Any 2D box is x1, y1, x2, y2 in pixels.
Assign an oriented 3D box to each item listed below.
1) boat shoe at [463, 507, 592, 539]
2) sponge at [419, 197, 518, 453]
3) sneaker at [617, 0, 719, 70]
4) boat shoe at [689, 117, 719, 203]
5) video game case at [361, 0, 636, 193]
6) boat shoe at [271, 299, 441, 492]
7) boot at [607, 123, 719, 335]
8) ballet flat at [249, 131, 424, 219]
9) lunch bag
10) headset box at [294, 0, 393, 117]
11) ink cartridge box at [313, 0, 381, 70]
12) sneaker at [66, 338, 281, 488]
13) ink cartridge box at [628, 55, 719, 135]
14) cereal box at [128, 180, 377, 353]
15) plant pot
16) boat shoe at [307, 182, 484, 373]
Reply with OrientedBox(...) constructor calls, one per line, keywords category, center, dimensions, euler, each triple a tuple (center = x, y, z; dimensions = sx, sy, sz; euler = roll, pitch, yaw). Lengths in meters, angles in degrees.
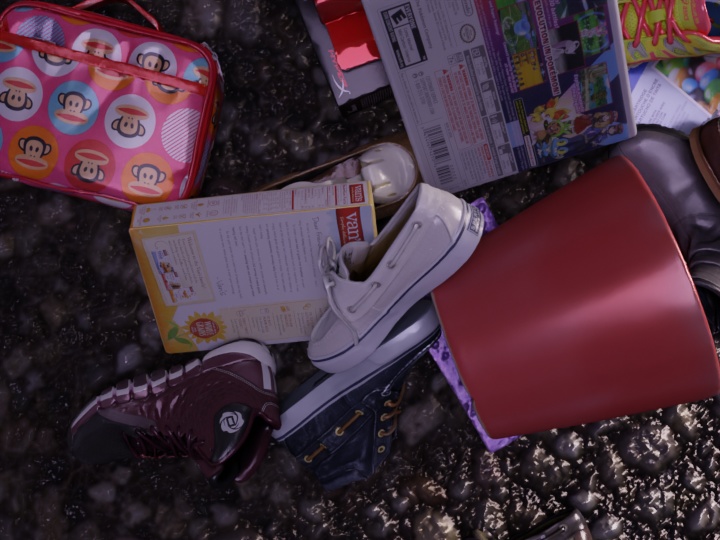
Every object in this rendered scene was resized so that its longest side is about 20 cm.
OrientedBox(category="boat shoe", center=(0.110, 0.261, 0.876), dimensions=(0.198, 0.073, 0.066), euler=(-16, 82, -1))
OrientedBox(category="sponge", center=(0.110, 0.048, 0.879), dimensions=(0.111, 0.030, 0.201), euler=(-31, 91, 2))
OrientedBox(category="sneaker", center=(0.242, -0.204, 0.792), dimensions=(0.197, 0.090, 0.079), euler=(-9, 94, 3))
OrientedBox(category="boat shoe", center=(0.349, -0.049, 0.800), dimensions=(0.200, 0.071, 0.070), euler=(47, 138, -9))
OrientedBox(category="video game case", center=(0.113, -0.160, 0.773), dimensions=(0.180, 0.023, 0.201), euler=(-16, 131, 8))
OrientedBox(category="boat shoe", center=(0.014, 0.109, 0.850), dimensions=(0.200, 0.071, 0.091), euler=(-38, 99, 28))
OrientedBox(category="boot", center=(0.276, -0.024, 0.809), dimensions=(0.199, 0.132, 0.070), euler=(38, 134, -4))
OrientedBox(category="ballet flat", center=(-0.015, -0.072, 0.853), dimensions=(0.198, 0.072, 0.069), euler=(-16, 89, 2))
OrientedBox(category="lunch bag", center=(-0.218, -0.148, 0.854), dimensions=(0.198, 0.082, 0.178), euler=(14, 90, -1))
OrientedBox(category="headset box", center=(0.045, -0.240, 0.840), dimensions=(0.198, 0.075, 0.150), euler=(-22, 91, 3))
OrientedBox(category="ink cartridge box", center=(0.003, -0.272, 0.769), dimensions=(0.115, 0.067, 0.202), euler=(-18, 91, 3))
OrientedBox(category="sneaker", center=(-0.156, 0.143, 0.842), dimensions=(0.198, 0.076, 0.116), euler=(-26, 50, 5))
OrientedBox(category="ink cartridge box", center=(0.280, -0.158, 0.858), dimensions=(0.199, 0.042, 0.120), euler=(29, 93, 1))
OrientedBox(category="cereal box", center=(-0.081, 0.000, 0.840), dimensions=(0.197, 0.040, 0.145), euler=(-5, 130, 1))
OrientedBox(category="plant pot", center=(0.158, 0.035, 0.778), dimensions=(0.176, 0.200, 0.202), euler=(-23, 93, 8))
OrientedBox(category="boat shoe", center=(0.000, 0.003, 0.767), dimensions=(0.086, 0.075, 0.202), euler=(30, 132, -21))
